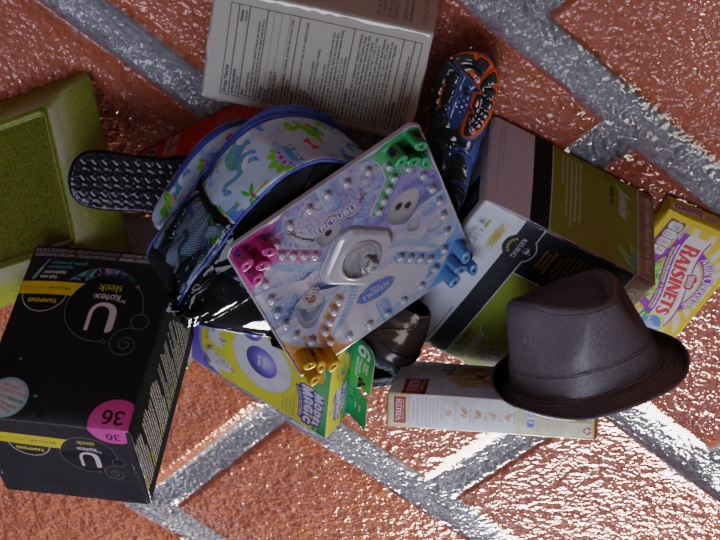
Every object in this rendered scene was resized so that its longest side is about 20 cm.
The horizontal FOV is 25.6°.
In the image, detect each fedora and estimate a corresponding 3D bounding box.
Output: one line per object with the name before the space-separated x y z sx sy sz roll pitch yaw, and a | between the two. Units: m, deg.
fedora | 0.198 0.057 1.437 0.175 0.200 0.091 -18 105 -10

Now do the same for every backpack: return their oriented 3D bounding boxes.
backpack | -0.082 -0.053 1.436 0.182 0.147 0.200 16 121 -49

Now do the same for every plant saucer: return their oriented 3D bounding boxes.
plant saucer | -0.341 -0.076 1.576 0.198 0.048 0.202 -16 86 22

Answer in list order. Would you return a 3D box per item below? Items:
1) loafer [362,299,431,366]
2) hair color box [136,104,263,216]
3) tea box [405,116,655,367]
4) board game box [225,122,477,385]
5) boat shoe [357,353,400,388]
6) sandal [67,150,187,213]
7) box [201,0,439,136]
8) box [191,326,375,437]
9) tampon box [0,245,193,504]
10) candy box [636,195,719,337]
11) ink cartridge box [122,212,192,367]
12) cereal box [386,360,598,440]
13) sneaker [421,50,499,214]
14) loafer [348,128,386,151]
loafer | 0.000 0.000 1.541 0.200 0.073 0.071 45 120 10
hair color box | -0.123 -0.101 1.592 0.198 0.064 0.111 -23 126 26
tea box | 0.161 -0.009 1.582 0.195 0.134 0.200 26 132 -14
board game box | 0.000 -0.008 1.405 0.199 0.026 0.201 -34 140 -6
boat shoe | -0.050 0.064 1.608 0.198 0.092 0.071 5 144 4
sandal | -0.184 -0.081 1.537 0.198 0.045 0.076 10 98 -10
box | -0.034 -0.217 1.438 0.198 0.110 0.129 12 135 -2
box | -0.077 0.082 1.564 0.199 0.048 0.118 27 136 20
tampon box | -0.255 0.097 1.498 0.148 0.202 0.127 4 141 8
candy box | 0.314 0.013 1.651 0.101 0.027 0.201 19 133 -13
ink cartridge box | -0.265 0.010 1.656 0.198 0.085 0.147 12 143 22
cereal box | 0.130 0.123 1.527 0.197 0.144 0.040 4 99 8
sneaker | 0.087 -0.120 1.505 0.075 0.078 0.201 29 118 6
loafer | 0.018 -0.092 1.576 0.069 0.070 0.202 4 117 2
